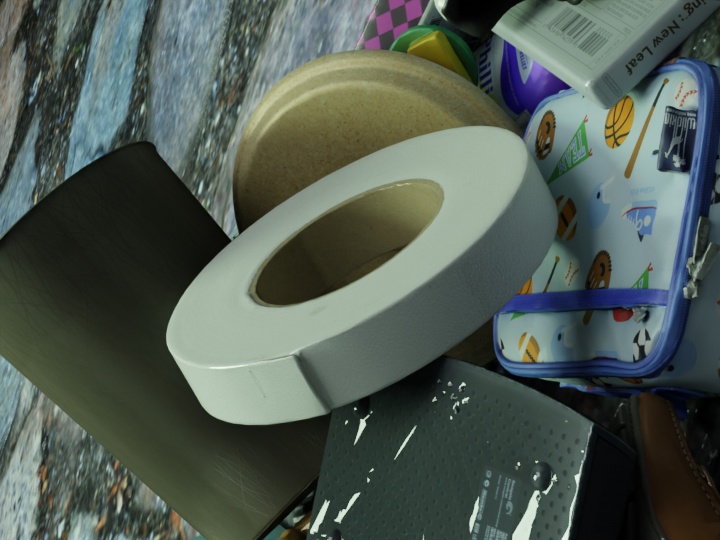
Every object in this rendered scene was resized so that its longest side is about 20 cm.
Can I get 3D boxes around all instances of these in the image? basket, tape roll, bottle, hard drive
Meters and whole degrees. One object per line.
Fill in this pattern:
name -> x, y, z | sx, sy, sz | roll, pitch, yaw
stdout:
basket -> -0.098, 0.049, 1.138 | 0.136, 0.200, 0.180 | -46, -6, 18
tape roll -> 0.000, 0.000, 1.015 | 0.202, 0.037, 0.203 | -25, 22, 11
bottle -> 0.104, -0.107, 1.150 | 0.200, 0.065, 0.084 | -42, 42, 49
hard drive -> 0.045, 0.109, 0.933 | 0.200, 0.042, 0.136 | 15, 94, 58

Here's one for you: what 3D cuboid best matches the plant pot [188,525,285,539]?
plant pot -> -0.107, 0.257, 1.245 | 0.200, 0.134, 0.202 | 22, 115, 61

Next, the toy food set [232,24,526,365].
toy food set -> 0.023, -0.029, 1.150 | 0.197, 0.201, 0.049 | -24, 12, 32

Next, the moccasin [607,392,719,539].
moccasin -> 0.147, 0.131, 0.870 | 0.202, 0.077, 0.074 | -109, 25, -51

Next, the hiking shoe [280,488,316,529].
hiking shoe -> -0.019, 0.122, 1.291 | 0.101, 0.075, 0.200 | -99, 31, -43

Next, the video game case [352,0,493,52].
video game case -> 0.079, -0.199, 1.193 | 0.181, 0.036, 0.201 | -28, -31, -59

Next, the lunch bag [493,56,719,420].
lunch bag -> 0.134, -0.012, 1.002 | 0.200, 0.075, 0.162 | 175, 108, -69

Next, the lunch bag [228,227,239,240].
lunch bag -> -0.021, -0.010, 1.322 | 0.200, 0.124, 0.170 | -49, 11, -19

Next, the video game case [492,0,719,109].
video game case -> 0.146, -0.173, 1.044 | 0.182, 0.022, 0.200 | -43, 26, 2

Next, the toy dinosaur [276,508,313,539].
toy dinosaur -> -0.013, 0.136, 1.082 | 0.106, 0.060, 0.200 | -39, -12, -19

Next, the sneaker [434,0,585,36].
sneaker -> 0.115, -0.170, 0.997 | 0.199, 0.075, 0.088 | -22, 49, 41
